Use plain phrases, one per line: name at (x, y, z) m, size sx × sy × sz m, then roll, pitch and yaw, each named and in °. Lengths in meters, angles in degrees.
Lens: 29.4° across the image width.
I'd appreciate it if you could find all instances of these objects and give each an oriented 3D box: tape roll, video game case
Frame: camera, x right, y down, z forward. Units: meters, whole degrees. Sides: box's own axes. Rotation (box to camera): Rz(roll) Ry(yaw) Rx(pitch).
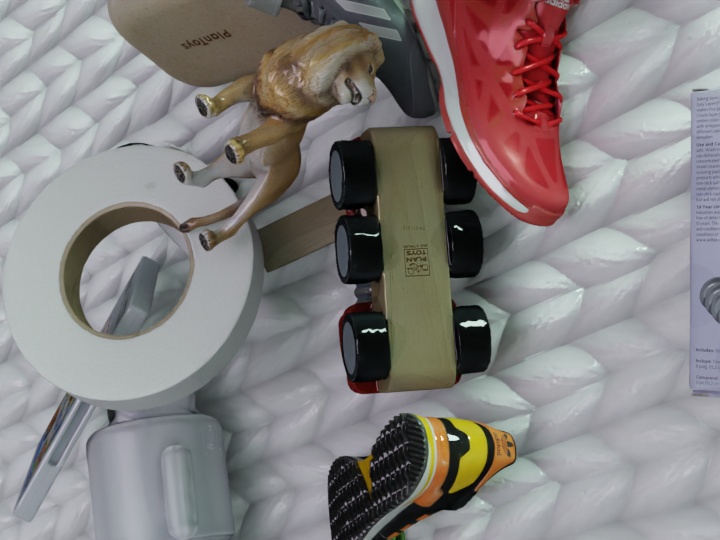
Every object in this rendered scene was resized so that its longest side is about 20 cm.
tape roll at (-0.172, 0.003, 1.038) m, size 0.200 × 0.037 × 0.205 m, roll -3°, pitch 71°, yaw 10°
video game case at (-0.226, 0.095, 1.146) m, size 0.201 × 0.018 × 0.143 m, roll -59°, pitch 13°, yaw 12°

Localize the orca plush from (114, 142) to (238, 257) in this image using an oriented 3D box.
orca plush at (-0.129, -0.052, 1.115) m, size 0.071 × 0.105 × 0.200 m, roll -43°, pitch 46°, yaw -5°

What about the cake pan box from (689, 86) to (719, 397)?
cake pan box at (0.282, -0.018, 0.773) m, size 0.198 × 0.052 × 0.187 m, roll -1°, pitch 92°, yaw 41°

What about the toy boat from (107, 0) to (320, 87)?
toy boat at (-0.095, -0.233, 1.067) m, size 0.199 × 0.130 × 0.132 m, roll -9°, pitch 56°, yaw 40°

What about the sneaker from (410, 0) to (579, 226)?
sneaker at (0.110, -0.138, 0.902) m, size 0.115 × 0.078 × 0.202 m, roll -37°, pitch 69°, yaw 36°

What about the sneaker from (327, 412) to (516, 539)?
sneaker at (0.041, 0.155, 0.975) m, size 0.200 × 0.089 × 0.071 m, roll 130°, pitch 139°, yaw -59°

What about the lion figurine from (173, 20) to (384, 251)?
lion figurine at (-0.061, -0.095, 0.959) m, size 0.073 × 0.122 × 0.200 m, roll 54°, pitch 149°, yaw 7°

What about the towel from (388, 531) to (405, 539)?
towel at (-0.029, 0.291, 1.062) m, size 0.199 × 0.031 × 0.151 m, roll -26°, pitch 75°, yaw 38°

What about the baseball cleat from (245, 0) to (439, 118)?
baseball cleat at (-0.021, -0.184, 0.964) m, size 0.201 × 0.106 × 0.070 m, roll 62°, pitch 169°, yaw -9°

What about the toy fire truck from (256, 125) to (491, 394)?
toy fire truck at (0.000, 0.000, 0.990) m, size 0.200 × 0.127 × 0.178 m, roll 156°, pitch 109°, yaw -76°

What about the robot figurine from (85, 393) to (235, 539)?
robot figurine at (-0.161, 0.190, 1.113) m, size 0.170 × 0.112 × 0.202 m, roll 135°, pitch 128°, yaw -69°
